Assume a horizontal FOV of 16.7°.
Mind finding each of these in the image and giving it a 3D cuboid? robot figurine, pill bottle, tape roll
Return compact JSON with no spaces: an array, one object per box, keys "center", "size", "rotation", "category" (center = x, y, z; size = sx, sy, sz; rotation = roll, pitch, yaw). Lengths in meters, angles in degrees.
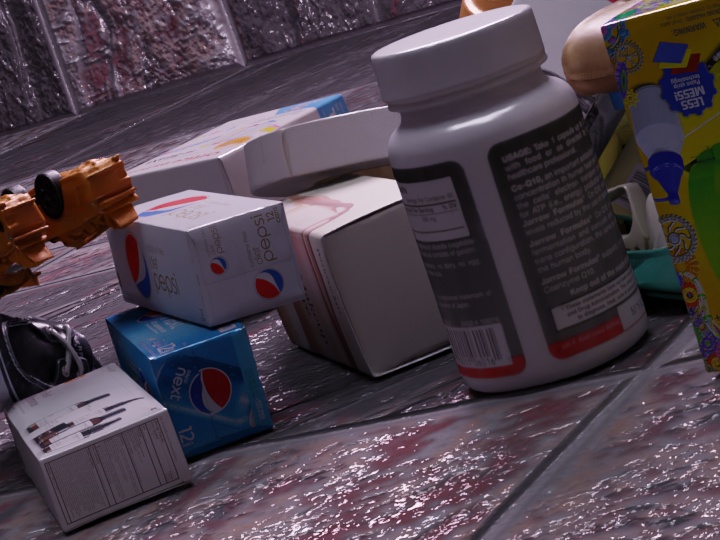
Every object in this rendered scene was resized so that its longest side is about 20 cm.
[{"center":[-0.233,-0.016,1.612],"size":[0.145,0.058,0.200],"rotation":[-25,-1,-35],"category":"robot figurine"},{"center":[0.082,-0.042,1.390],"size":[0.114,0.201,0.114],"rotation":[-18,10,3],"category":"pill bottle"},{"center":[0.016,-0.087,1.746],"size":[0.202,0.037,0.203],"rotation":[-10,-3,0],"category":"tape roll"}]

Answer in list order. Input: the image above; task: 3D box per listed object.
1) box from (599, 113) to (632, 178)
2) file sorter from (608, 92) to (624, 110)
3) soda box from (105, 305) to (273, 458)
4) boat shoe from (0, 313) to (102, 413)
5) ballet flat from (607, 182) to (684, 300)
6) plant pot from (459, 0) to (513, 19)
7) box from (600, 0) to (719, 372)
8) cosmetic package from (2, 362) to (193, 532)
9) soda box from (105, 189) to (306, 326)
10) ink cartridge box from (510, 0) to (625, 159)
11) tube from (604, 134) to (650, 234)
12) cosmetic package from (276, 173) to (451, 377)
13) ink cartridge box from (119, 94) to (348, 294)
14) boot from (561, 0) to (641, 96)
[{"center":[0.196,-0.102,1.729],"size":[0.075,0.050,0.200],"rotation":[-3,26,-9],"category":"box"},{"center":[0.276,-0.082,1.469],"size":[0.139,0.123,0.200],"rotation":[-25,11,-26],"category":"file sorter"},{"center":[-0.111,0.063,1.559],"size":[0.064,0.068,0.200],"rotation":[-18,10,-10],"category":"soda box"},{"center":[-0.213,0.062,1.637],"size":[0.068,0.072,0.200],"rotation":[-18,-16,3],"category":"boat shoe"},{"center":[0.176,-0.018,1.463],"size":[0.067,0.071,0.200],"rotation":[-25,12,-33],"category":"ballet flat"},{"center":[0.170,-0.218,1.754],"size":[0.199,0.140,0.200],"rotation":[1,24,-1],"category":"plant pot"},{"center":[0.258,-0.070,1.244],"size":[0.200,0.193,0.122],"rotation":[-13,11,33],"category":"box"},{"center":[-0.164,0.103,1.493],"size":[0.082,0.051,0.200],"rotation":[-20,10,-12],"category":"cosmetic package"},{"center":[-0.103,-0.010,1.569],"size":[0.068,0.064,0.200],"rotation":[-17,9,-19],"category":"soda box"},{"center":[0.121,-0.111,1.584],"size":[0.200,0.083,0.145],"rotation":[-60,-11,-9],"category":"ink cartridge box"},{"center":[0.209,-0.085,1.606],"size":[0.052,0.058,0.200],"rotation":[22,59,23],"category":"tube"},{"center":[0.000,0.000,1.601],"size":[0.087,0.104,0.200],"rotation":[-23,9,-14],"category":"cosmetic package"},{"center":[-0.096,-0.044,1.933],"size":[0.128,0.126,0.200],"rotation":[-11,12,36],"category":"ink cartridge box"},{"center":[0.238,-0.161,1.435],"size":[0.175,0.066,0.200],"rotation":[-25,10,-30],"category":"boot"}]
